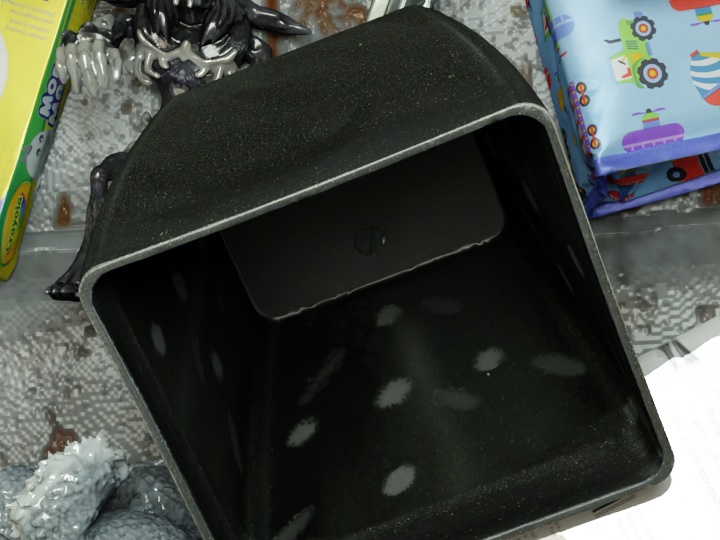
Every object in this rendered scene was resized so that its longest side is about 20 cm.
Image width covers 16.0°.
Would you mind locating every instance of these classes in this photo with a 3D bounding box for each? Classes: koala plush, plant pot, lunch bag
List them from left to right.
[{"bbox_3d":[-0.101,0.152,1.158,0.183,0.200,0.178,-18,80,7],"label":"koala plush"},{"bbox_3d":[0.000,0.000,1.115,0.199,0.178,0.200,-21,122,4],"label":"plant pot"},{"bbox_3d":[0.184,-0.128,1.207,0.199,0.094,0.152,-14,78,-1],"label":"lunch bag"}]

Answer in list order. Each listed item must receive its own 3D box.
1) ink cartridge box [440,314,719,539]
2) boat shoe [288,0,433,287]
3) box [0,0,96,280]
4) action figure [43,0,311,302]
[{"bbox_3d":[0.157,0.108,1.170,0.199,0.084,0.147,-27,80,1],"label":"ink cartridge box"},{"bbox_3d":[0.025,-0.084,1.229,0.066,0.075,0.201,19,90,2],"label":"boat shoe"},{"bbox_3d":[-0.204,-0.108,1.288,0.117,0.048,0.201,16,84,11],"label":"box"},{"bbox_3d":[-0.089,-0.078,1.235,0.118,0.102,0.201,10,85,-3],"label":"action figure"}]
